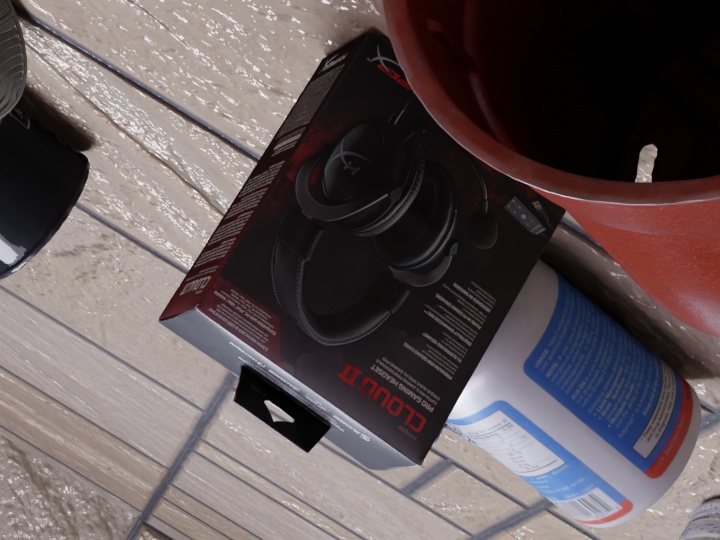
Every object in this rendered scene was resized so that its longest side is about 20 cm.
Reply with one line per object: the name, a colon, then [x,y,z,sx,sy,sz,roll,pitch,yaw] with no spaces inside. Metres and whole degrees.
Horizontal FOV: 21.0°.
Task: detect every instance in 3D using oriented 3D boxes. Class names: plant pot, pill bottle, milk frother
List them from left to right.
milk frother: [-0.338,-0.060,1.408,0.188,0.200,0.180,40,163,-25]
pill bottle: [0.101,0.058,1.169,0.200,0.112,0.112,39,160,-21]
plant pot: [0.134,-0.074,0.686,0.200,0.201,0.195,20,166,29]

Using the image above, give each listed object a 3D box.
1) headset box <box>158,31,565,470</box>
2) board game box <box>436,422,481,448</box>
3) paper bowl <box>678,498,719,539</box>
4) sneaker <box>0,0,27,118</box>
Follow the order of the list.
headset box: [0.000,0.000,1.038,0.149,0.200,0.077,36,161,-14]
board game box: [0.068,0.066,1.318,0.199,0.062,0.200,28,162,8]
paper bowl: [0.305,0.255,1.370,0.200,0.105,0.201,29,162,10]
sneaker: [-0.297,-0.183,1.245,0.106,0.075,0.200,17,148,47]
